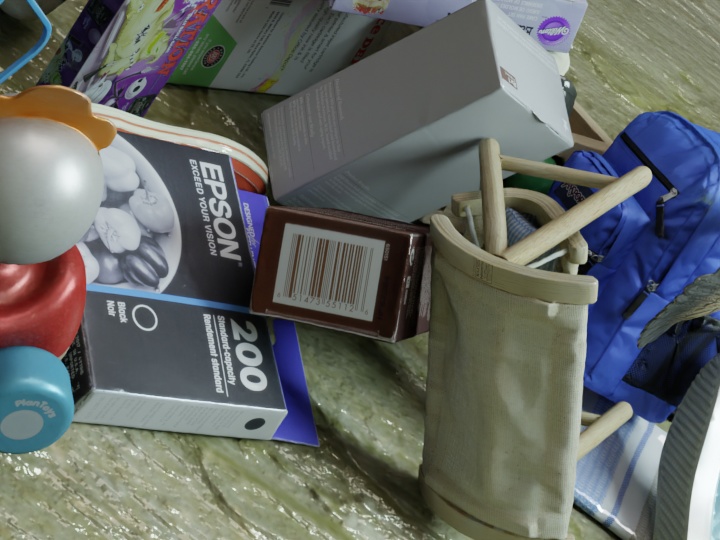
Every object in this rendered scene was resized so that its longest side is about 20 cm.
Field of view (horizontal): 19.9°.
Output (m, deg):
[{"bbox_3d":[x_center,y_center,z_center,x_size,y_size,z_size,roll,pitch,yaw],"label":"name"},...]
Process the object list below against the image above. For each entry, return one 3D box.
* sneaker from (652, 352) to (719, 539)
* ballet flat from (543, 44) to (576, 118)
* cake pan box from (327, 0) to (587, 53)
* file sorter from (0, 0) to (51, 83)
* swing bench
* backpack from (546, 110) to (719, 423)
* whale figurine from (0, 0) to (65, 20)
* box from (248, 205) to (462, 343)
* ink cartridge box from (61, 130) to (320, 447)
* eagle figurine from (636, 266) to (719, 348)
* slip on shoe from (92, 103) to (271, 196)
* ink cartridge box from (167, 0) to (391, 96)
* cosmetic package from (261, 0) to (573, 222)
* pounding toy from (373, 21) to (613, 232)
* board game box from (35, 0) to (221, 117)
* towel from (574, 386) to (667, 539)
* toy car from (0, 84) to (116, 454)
[{"bbox_3d":[0.260,0.160,1.460,0.081,0.074,0.202,21,67,-15],"label":"sneaker"},{"bbox_3d":[0.133,-0.160,1.562,0.067,0.069,0.200,20,25,-18],"label":"ballet flat"},{"bbox_3d":[0.063,-0.245,1.531,0.198,0.053,0.185,7,39,-17],"label":"cake pan box"},{"bbox_3d":[-0.308,-0.202,1.300,0.200,0.122,0.139,50,-4,20],"label":"file sorter"},{"bbox_3d":[0.106,0.048,1.350,0.129,0.201,0.200,10,28,15],"label":"swing bench"},{"bbox_3d":[0.216,-0.016,1.530,0.167,0.201,0.163,27,18,-36],"label":"backpack"},{"bbox_3d":[-0.246,-0.262,1.436,0.159,0.104,0.200,46,-11,13],"label":"whale figurine"},{"bbox_3d":[0.000,0.000,1.357,0.099,0.076,0.200,11,5,12],"label":"box"},{"bbox_3d":[-0.111,0.009,1.315,0.199,0.043,0.200,11,54,-39],"label":"ink cartridge box"},{"bbox_3d":[0.296,-0.013,1.401,0.151,0.202,0.151,21,0,20],"label":"eagle figurine"},{"bbox_3d":[-0.143,-0.068,1.415,0.199,0.074,0.062,12,74,-47],"label":"slip on shoe"},{"bbox_3d":[-0.064,-0.218,1.604,0.199,0.145,0.084,1,44,-45],"label":"ink cartridge box"},{"bbox_3d":[0.040,-0.101,1.459,0.107,0.199,0.091,34,37,-50],"label":"cosmetic package"},{"bbox_3d":[0.084,-0.081,1.616,0.183,0.143,0.200,12,28,-36],"label":"pounding toy"},{"bbox_3d":[-0.147,-0.176,1.410,0.032,0.200,0.120,46,32,12],"label":"board game box"},{"bbox_3d":[0.195,0.143,1.515,0.199,0.024,0.147,38,32,0],"label":"towel"},{"bbox_3d":[-0.218,-0.037,1.142,0.175,0.201,0.185,11,39,-27],"label":"toy car"}]
